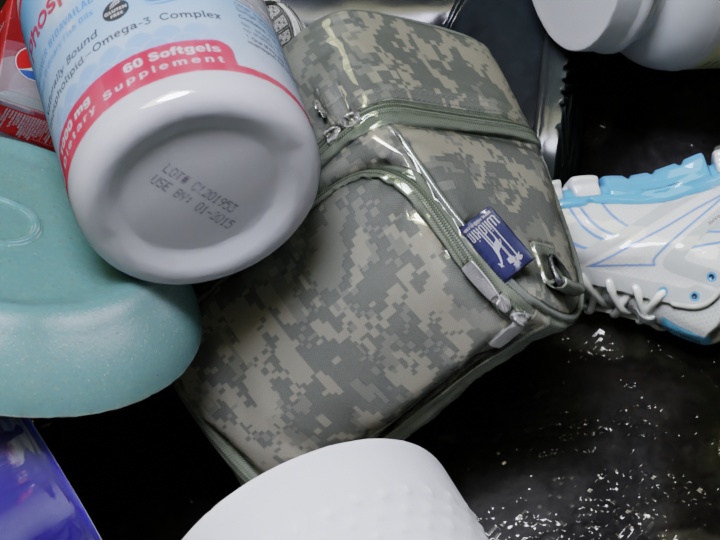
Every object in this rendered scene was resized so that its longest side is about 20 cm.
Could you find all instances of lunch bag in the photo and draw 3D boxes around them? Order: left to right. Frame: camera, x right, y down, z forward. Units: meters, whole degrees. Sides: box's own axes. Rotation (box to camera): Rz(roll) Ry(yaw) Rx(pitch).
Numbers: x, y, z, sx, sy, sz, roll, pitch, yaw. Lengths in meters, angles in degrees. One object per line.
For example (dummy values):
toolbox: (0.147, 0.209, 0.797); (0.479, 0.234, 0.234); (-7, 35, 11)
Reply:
lunch bag: (0.000, 0.000, 1.212); (0.200, 0.139, 0.168); (-40, 63, 30)

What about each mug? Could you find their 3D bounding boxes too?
mug: (0.033, 0.182, 1.118); (0.199, 0.148, 0.176); (-6, 48, -33)

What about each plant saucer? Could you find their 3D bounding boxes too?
plant saucer: (-0.161, -0.009, 1.129); (0.199, 0.036, 0.200); (14, 29, -8)

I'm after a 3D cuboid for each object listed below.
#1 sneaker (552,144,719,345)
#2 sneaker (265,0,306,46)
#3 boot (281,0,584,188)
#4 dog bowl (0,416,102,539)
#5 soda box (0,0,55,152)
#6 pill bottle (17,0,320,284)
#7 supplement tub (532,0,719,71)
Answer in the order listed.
sneaker: (0.137, -0.001, 1.261); (0.199, 0.075, 0.087); (-15, 62, 4)
sneaker: (-0.095, -0.055, 1.322); (0.200, 0.082, 0.078); (-51, 10, 11)
boot: (0.032, -0.107, 1.353); (0.167, 0.077, 0.201); (-1, 51, 10)
dog bowl: (-0.183, 0.102, 1.174); (0.079, 0.201, 0.200); (-32, 54, -13)
soda box: (-0.179, -0.048, 1.285); (0.063, 0.200, 0.070); (19, 53, -19)
pill bottle: (-0.091, -0.097, 1.145); (0.108, 0.109, 0.201); (-20, 46, -2)
supplement tub: (0.193, -0.173, 1.288); (0.199, 0.145, 0.146); (-5, 50, -20)
